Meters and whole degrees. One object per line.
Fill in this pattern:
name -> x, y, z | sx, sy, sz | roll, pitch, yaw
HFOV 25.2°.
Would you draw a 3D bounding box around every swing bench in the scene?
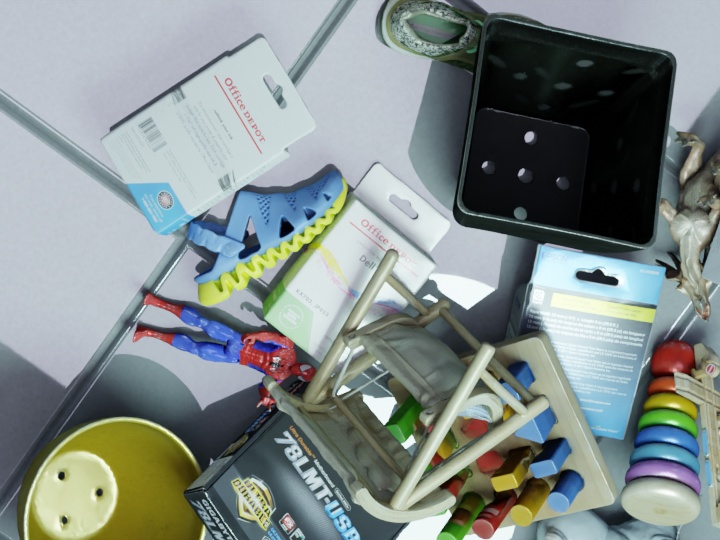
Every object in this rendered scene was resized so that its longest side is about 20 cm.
swing bench -> 0.041, 0.124, 1.604 | 0.200, 0.199, 0.130 | -46, 134, 2

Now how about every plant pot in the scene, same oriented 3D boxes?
plant pot -> -0.277, 0.246, 1.679 | 0.198, 0.141, 0.203 | -1, 92, -30
plant pot -> 0.190, -0.118, 1.633 | 0.197, 0.177, 0.202 | 10, 78, -5

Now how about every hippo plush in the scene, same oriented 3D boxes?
hippo plush -> 0.267, 0.317, 1.742 | 0.159, 0.159, 0.202 | 15, 99, -8

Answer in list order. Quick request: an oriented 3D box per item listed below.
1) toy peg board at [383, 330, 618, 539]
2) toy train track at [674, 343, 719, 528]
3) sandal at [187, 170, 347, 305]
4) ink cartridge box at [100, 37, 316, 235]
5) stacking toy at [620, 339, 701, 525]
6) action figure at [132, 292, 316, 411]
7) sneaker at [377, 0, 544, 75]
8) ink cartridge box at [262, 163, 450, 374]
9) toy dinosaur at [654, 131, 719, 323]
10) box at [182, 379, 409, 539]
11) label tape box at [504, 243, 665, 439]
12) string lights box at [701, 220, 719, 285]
toy peg board -> 0.134, 0.194, 1.691 | 0.198, 0.098, 0.202 | -18, 105, 34
toy train track -> 0.379, 0.170, 1.698 | 0.114, 0.032, 0.202 | 26, 54, -40
sandal -> -0.104, -0.048, 1.691 | 0.199, 0.079, 0.088 | -34, 97, 0
ink cartridge box -> -0.152, -0.137, 1.663 | 0.199, 0.067, 0.117 | -32, 87, 2
stacking toy -> 0.332, 0.165, 1.725 | 0.084, 0.086, 0.202 | 19, 60, -8
action figure -> -0.141, 0.085, 1.690 | 0.198, 0.099, 0.066 | 18, 101, -2
sneaker -> 0.117, -0.236, 1.667 | 0.197, 0.089, 0.078 | 9, 99, -6
ink cartridge box -> 0.000, 0.000, 1.710 | 0.117, 0.067, 0.201 | 37, 96, -10
toy dinosaur -> 0.363, -0.060, 1.720 | 0.201, 0.085, 0.136 | -60, 144, -18
box -> -0.062, 0.249, 1.704 | 0.198, 0.049, 0.201 | -42, 105, -36
label tape box -> 0.232, 0.070, 1.729 | 0.141, 0.066, 0.203 | 9, 108, -6
string lights box -> 0.452, -0.019, 1.699 | 0.198, 0.059, 0.104 | 11, 101, -42
